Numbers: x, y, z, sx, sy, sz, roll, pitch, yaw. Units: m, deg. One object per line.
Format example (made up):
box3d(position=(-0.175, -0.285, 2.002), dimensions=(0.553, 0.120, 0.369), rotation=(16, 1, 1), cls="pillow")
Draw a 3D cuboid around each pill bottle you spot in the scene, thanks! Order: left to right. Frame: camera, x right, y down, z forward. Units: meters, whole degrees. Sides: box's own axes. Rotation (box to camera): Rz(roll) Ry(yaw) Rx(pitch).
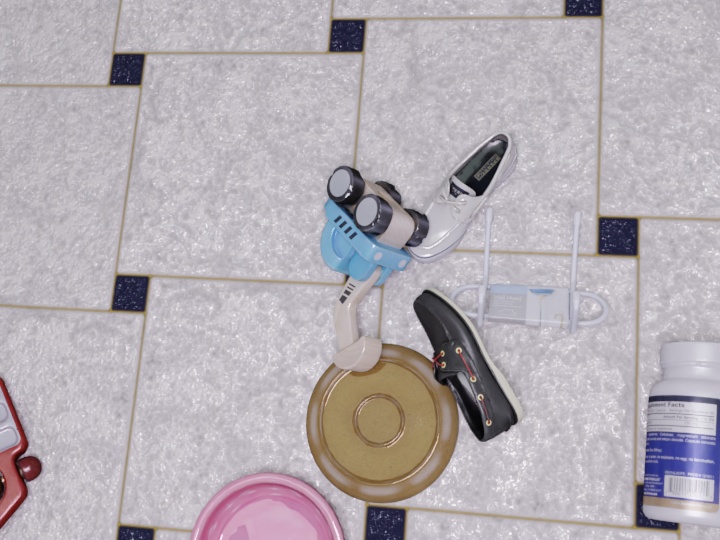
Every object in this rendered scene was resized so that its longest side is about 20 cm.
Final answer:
box3d(position=(0.387, 0.188, 1.072), dimensions=(0.114, 0.116, 0.202), rotation=(5, 78, 11), cls="pill bottle")

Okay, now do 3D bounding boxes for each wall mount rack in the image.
box3d(position=(0.213, 0.002, 1.172), dimensions=(0.198, 0.075, 0.175), rotation=(4, 40, 10), cls="wall mount rack")

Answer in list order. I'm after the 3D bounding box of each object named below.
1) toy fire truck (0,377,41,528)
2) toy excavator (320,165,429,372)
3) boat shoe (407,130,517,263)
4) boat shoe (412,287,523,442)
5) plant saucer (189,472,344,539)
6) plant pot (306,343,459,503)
box3d(position=(-0.516, 0.254, 1.225), dimensions=(0.167, 0.112, 0.201), rotation=(-25, 74, -16), cls="toy fire truck")
box3d(position=(0.000, 0.000, 1.191), dimensions=(0.201, 0.099, 0.195), rotation=(-56, 50, 18), cls="toy excavator")
box3d(position=(0.130, -0.097, 1.207), dimensions=(0.200, 0.066, 0.072), rotation=(-45, 72, -1), cls="boat shoe")
box3d(position=(0.121, 0.114, 1.152), dimensions=(0.063, 0.074, 0.202), rotation=(-27, 76, -20), cls="boat shoe")
box3d(position=(-0.112, 0.354, 1.153), dimensions=(0.198, 0.051, 0.203), rotation=(-2, 76, 9), cls="plant saucer")
box3d(position=(0.025, 0.190, 1.180), dimensions=(0.198, 0.027, 0.202), rotation=(-2, 76, 8), cls="plant pot")
